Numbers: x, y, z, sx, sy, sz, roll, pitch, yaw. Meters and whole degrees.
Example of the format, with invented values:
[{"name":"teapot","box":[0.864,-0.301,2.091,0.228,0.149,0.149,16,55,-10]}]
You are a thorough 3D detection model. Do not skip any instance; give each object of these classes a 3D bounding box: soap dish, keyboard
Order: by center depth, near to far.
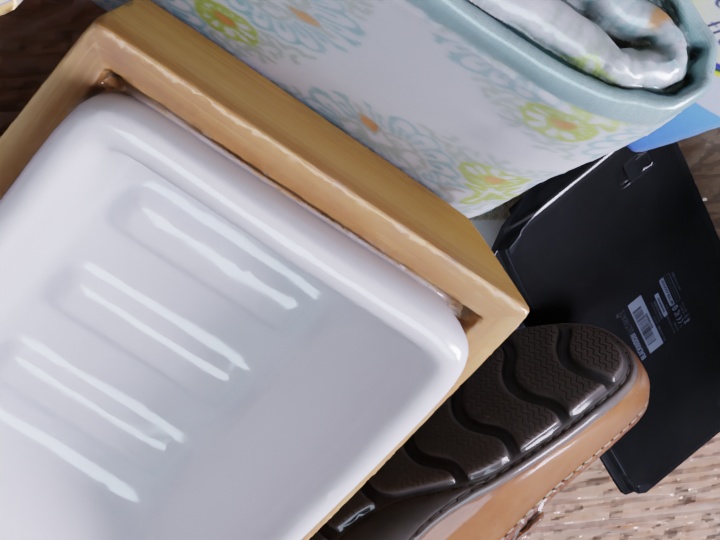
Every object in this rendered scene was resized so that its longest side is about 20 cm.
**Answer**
[{"name":"soap dish","box":[-0.066,0.022,0.853,0.157,0.081,0.200,33,124,-16]},{"name":"keyboard","box":[0.118,-0.001,0.999,0.127,0.021,0.200,-38,144,-5]}]

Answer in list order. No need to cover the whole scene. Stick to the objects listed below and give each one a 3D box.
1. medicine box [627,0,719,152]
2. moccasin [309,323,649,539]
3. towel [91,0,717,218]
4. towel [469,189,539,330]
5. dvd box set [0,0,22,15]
[{"name":"medicine box","box":[0.127,-0.152,0.795,0.199,0.103,0.182,-18,137,23]},{"name":"moccasin","box":[0.018,0.095,0.946,0.201,0.074,0.078,-43,132,-2]},{"name":"towel","box":[-0.012,-0.090,0.798,0.199,0.048,0.171,33,164,-12]},{"name":"towel","box":[0.000,0.000,0.947,0.146,0.024,0.201,-2,116,-23]},{"name":"dvd box set","box":[-0.135,-0.174,0.673,0.029,0.147,0.201,-20,122,4]}]
